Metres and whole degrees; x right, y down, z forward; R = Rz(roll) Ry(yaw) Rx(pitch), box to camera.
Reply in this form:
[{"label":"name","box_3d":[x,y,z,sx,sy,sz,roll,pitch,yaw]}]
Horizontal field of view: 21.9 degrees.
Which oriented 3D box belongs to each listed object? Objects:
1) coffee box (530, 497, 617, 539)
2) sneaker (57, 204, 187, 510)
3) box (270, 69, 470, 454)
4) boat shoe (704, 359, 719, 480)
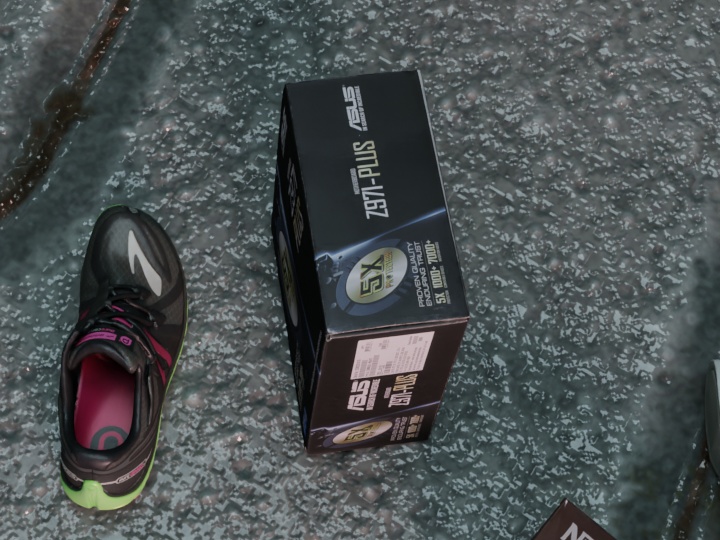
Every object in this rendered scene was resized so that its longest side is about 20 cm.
[{"label":"coffee box","box_3d":[0.160,0.248,1.107,0.200,0.080,0.113,40,70,13]},{"label":"sneaker","box_3d":[-0.149,0.048,1.172,0.076,0.084,0.202,3,66,-4]},{"label":"box","box_3d":[0.000,0.000,1.141,0.085,0.200,0.166,-6,67,-8]},{"label":"boat shoe","box_3d":[0.255,0.147,1.163,0.060,0.076,0.202,-1,66,2]}]
